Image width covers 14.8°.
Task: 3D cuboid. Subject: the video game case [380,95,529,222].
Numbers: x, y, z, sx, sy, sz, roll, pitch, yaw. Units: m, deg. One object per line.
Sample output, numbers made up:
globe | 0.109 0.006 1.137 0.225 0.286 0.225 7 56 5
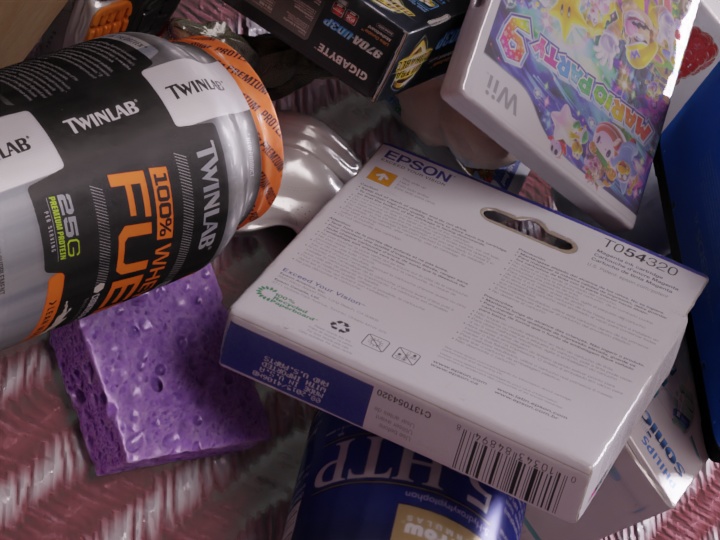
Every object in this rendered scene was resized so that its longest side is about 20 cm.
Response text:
video game case | 0.042 -0.141 1.690 0.200 0.018 0.143 49 38 -17

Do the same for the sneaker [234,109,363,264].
sneaker | 0.000 0.000 1.522 0.200 0.075 0.089 35 61 -29

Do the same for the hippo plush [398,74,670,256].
hippo plush | 0.118 -0.074 1.642 0.161 0.159 0.200 65 -10 -26

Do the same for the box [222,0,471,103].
box | -0.030 -0.173 1.491 0.200 0.046 0.159 34 24 13

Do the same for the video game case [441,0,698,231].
video game case | 0.123 -0.142 1.490 0.143 0.018 0.200 36 61 -34

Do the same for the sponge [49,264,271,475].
sponge | -0.121 0.003 1.397 0.111 0.030 0.200 -8 74 -52

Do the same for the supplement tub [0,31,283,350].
supplement tub | -0.140 -0.039 1.290 0.200 0.122 0.123 -23 86 -38

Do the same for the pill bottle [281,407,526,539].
pill bottle | 0.017 0.151 1.391 0.120 0.120 0.200 40 41 -26

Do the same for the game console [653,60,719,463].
game console | 0.236 0.003 1.511 0.118 0.171 0.201 2 63 -19

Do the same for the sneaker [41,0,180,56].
sneaker | -0.130 -0.191 1.387 0.092 0.200 0.076 32 28 22

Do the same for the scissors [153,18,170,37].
scissors | -0.105 -0.172 1.543 0.073 0.014 0.200 57 36 -3

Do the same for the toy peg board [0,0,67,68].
toy peg board | -0.213 -0.180 1.283 0.199 0.200 0.098 -7 55 -51

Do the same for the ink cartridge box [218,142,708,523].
ink cartridge box | 0.057 0.026 1.406 0.196 0.043 0.200 23 34 13

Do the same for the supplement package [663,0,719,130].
supplement package | 0.187 -0.172 1.790 0.200 0.121 0.120 47 35 -18

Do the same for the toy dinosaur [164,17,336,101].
toy dinosaur | -0.049 -0.108 1.503 0.200 0.088 0.048 -9 77 -54

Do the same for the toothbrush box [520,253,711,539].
toothbrush box | 0.136 0.076 1.556 0.085 0.146 0.200 57 36 -7
